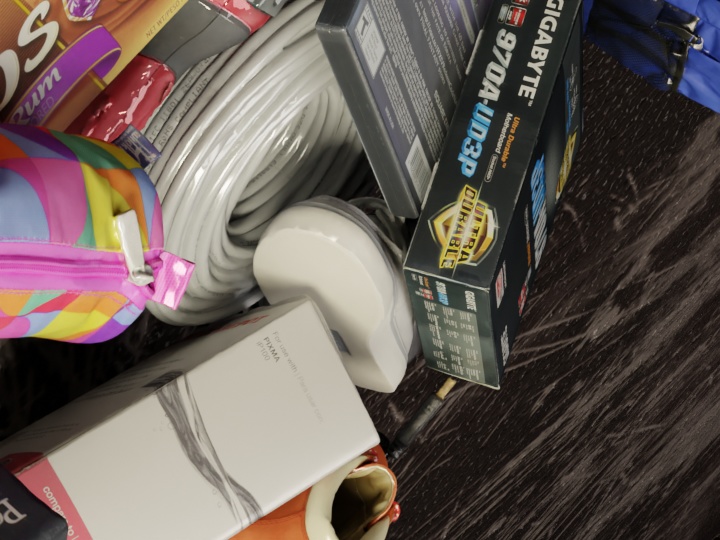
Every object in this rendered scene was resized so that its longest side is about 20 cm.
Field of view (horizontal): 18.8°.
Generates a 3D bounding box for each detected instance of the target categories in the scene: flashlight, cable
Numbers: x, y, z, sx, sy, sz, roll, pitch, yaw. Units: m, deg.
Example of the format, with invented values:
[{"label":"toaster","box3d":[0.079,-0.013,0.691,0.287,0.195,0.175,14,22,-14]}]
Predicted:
[{"label":"flashlight","box3d":[-0.102,-0.069,0.934,0.200,0.068,0.068,-56,162,6]},{"label":"cable","box3d":[-0.050,-0.066,1.061,0.200,0.069,0.200,-52,161,1]}]

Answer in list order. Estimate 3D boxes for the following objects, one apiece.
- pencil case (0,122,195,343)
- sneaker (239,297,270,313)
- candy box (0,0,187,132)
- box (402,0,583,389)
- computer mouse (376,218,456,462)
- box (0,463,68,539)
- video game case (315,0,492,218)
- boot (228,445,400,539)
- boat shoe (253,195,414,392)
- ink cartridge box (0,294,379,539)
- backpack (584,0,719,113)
[{"label":"pencil case","box3d":[-0.140,-0.015,0.754,0.088,0.088,0.200,-57,158,13]},{"label":"sneaker","box3d":[-0.060,0.077,1.255,0.203,0.077,0.146,-58,173,-12]},{"label":"candy box","box3d":[-0.138,-0.097,0.819,0.200,0.056,0.117,-49,160,-14]},{"label":"box","box3d":[0.072,-0.040,1.123,0.200,0.046,0.159,74,34,-72]},{"label":"computer mouse","box3d":[0.028,0.032,1.356,0.200,0.140,0.046,-47,123,-5]},{"label":"box","box3d":[-0.239,0.108,0.725,0.197,0.200,0.118,-36,155,-41]},{"label":"video game case","box3d":[0.037,-0.146,1.041,0.143,0.019,0.200,66,39,-52]},{"label":"boot","box3d":[-0.012,0.122,1.133,0.107,0.075,0.200,-30,-176,26]},{"label":"boat shoe","box3d":[0.000,0.000,1.095,0.200,0.072,0.069,61,47,-62]},{"label":"ink cartridge box","box3d":[-0.110,0.099,1.045,0.200,0.083,0.146,-30,-174,-27]},{"label":"backpack","box3d":[0.253,-0.180,1.363,0.162,0.200,0.168,-41,158,-29]}]
